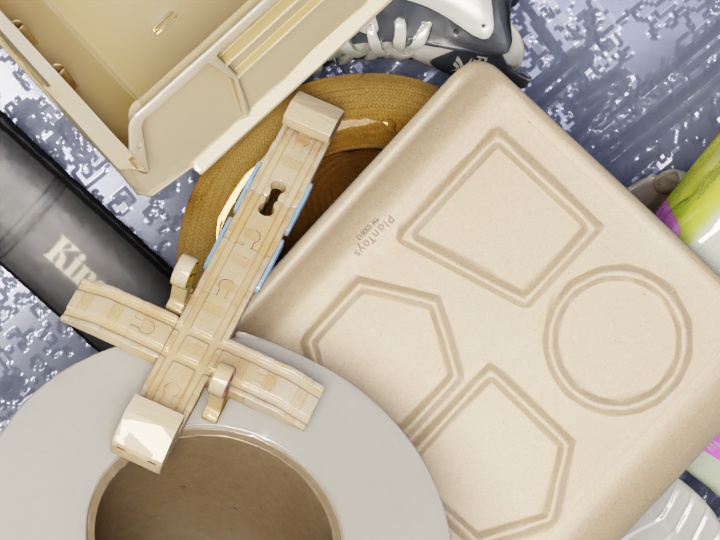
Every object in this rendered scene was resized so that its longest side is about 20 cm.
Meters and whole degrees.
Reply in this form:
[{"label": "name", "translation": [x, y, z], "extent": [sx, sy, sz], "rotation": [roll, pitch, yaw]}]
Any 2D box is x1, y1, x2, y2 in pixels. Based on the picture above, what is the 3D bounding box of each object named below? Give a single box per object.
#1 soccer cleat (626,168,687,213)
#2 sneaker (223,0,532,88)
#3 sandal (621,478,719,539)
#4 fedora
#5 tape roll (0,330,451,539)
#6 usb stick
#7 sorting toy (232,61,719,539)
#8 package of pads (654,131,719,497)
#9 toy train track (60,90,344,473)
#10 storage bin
[{"label": "soccer cleat", "translation": [0.183, -0.019, 1.249], "extent": [0.199, 0.069, 0.078], "rotation": [-14, 116, -6]}, {"label": "sneaker", "translation": [0.015, -0.113, 1.202], "extent": [0.130, 0.079, 0.199], "rotation": [43, 76, -4]}, {"label": "sandal", "translation": [0.111, 0.113, 1.208], "extent": [0.082, 0.050, 0.203], "rotation": [-43, 108, -1]}, {"label": "fedora", "translation": [0.000, 0.000, 1.206], "extent": [0.199, 0.082, 0.202], "rotation": [-3, 103, -14]}, {"label": "tape roll", "translation": [-0.071, 0.148, 1.079], "extent": [0.201, 0.139, 0.204], "rotation": [7, 51, -9]}, {"label": "usb stick", "translation": [-0.128, 0.002, 1.209], "extent": [0.200, 0.033, 0.055], "rotation": [43, 86, -13]}, {"label": "sorting toy", "translation": [0.063, 0.036, 1.144], "extent": [0.200, 0.036, 0.185], "rotation": [43, 92, 0]}, {"label": "package of pads", "translation": [0.206, 0.010, 1.194], "extent": [0.154, 0.068, 0.200], "rotation": [36, 104, -17]}, {"label": "toy train track", "translation": [-0.053, -0.004, 1.078], "extent": [0.114, 0.033, 0.201], "rotation": [24, 57, 4]}, {"label": "storage bin", "translation": [-0.090, -0.172, 1.123], "extent": [0.198, 0.094, 0.200], "rotation": [-42, 70, -5]}]
